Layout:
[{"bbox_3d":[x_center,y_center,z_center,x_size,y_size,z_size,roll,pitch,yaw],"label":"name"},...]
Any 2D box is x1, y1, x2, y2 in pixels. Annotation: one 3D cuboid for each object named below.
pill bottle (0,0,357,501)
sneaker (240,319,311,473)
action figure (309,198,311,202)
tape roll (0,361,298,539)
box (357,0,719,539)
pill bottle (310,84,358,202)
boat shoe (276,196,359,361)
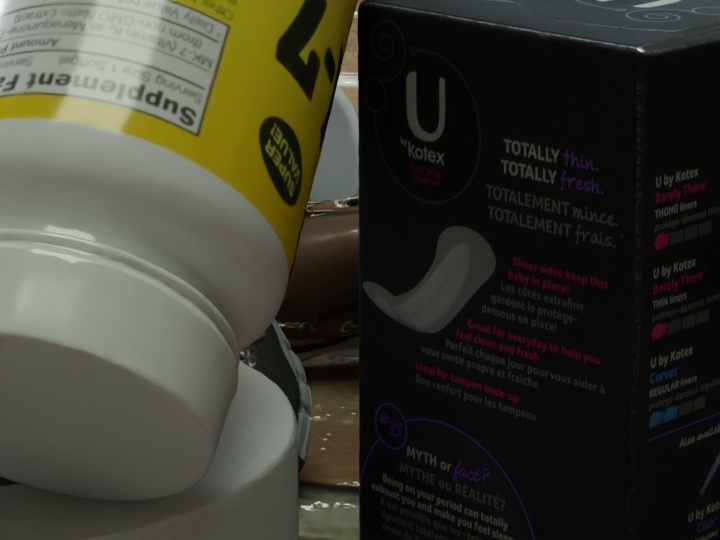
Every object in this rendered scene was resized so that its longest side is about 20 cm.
[{"bbox_3d":[-0.067,-0.042,0.654,0.114,0.114,0.201,4,59,15],"label":"pill bottle"},{"bbox_3d":[-0.072,-0.009,0.843,0.075,0.116,0.200,-14,41,-3],"label":"sneaker"},{"bbox_3d":[-0.022,-0.006,1.040,0.199,0.055,0.118,-10,22,-18],"label":"action figure"},{"bbox_3d":[-0.118,0.081,0.713,0.201,0.071,0.203,-1,17,0],"label":"tape roll"},{"bbox_3d":[0.075,0.010,0.718,0.106,0.201,0.122,-17,24,-42],"label":"box"},{"bbox_3d":[-0.083,-0.077,1.164,0.112,0.113,0.200,-7,17,-20],"label":"pill bottle"},{"bbox_3d":[-0.001,-0.006,0.952,0.201,0.075,0.075,-5,-20,-14],"label":"boat shoe"}]
